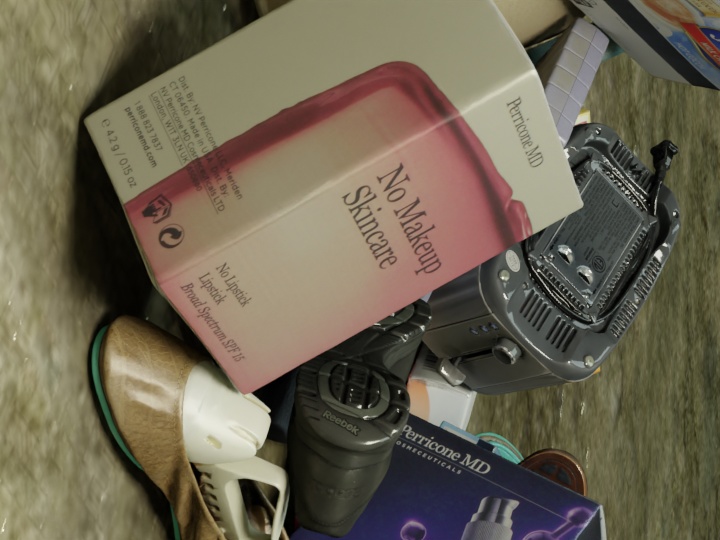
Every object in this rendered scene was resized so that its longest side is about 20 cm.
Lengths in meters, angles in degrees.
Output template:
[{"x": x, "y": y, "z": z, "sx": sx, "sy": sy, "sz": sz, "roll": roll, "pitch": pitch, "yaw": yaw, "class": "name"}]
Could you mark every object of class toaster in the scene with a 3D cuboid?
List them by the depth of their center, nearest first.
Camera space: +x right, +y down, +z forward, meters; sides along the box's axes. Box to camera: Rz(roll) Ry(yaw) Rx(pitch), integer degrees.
[{"x": 0.117, "y": -0.008, "z": 1.275, "sx": 0.114, "sy": 0.129, "sz": 0.201, "roll": 43, "pitch": 58, "yaw": -15, "class": "toaster"}]

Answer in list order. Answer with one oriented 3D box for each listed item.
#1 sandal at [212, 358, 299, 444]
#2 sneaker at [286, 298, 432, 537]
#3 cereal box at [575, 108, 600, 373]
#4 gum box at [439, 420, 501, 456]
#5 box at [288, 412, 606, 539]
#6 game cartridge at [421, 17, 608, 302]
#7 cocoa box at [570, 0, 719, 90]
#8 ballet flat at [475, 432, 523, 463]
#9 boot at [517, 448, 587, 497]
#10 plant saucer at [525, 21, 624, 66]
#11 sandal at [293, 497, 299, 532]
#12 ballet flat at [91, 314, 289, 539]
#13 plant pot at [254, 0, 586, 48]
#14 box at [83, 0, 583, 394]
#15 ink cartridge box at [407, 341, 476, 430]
[{"x": -0.059, "y": 0.053, "z": 1.103, "sx": 0.200, "sy": 0.043, "sz": 0.077, "roll": 74, "pitch": 32, "yaw": -65, "class": "sandal"}, {"x": -0.010, "y": 0.069, "z": 1.063, "sx": 0.200, "sy": 0.075, "sz": 0.091, "roll": -69, "pitch": 175, "yaw": -64, "class": "sneaker"}, {"x": 0.113, "y": -0.032, "z": 1.430, "sx": 0.039, "sy": 0.144, "sz": 0.202, "roll": -17, "pitch": 114, "yaw": -32, "class": "cereal box"}, {"x": 0.050, "y": 0.211, "z": 1.320, "sx": 0.171, "sy": 0.044, "sz": 0.200, "roll": -60, "pitch": 158, "yaw": -12, "class": "gum box"}, {"x": 0.030, "y": 0.201, "z": 1.117, "sx": 0.200, "sy": 0.147, "sz": 0.105, "roll": -48, "pitch": 145, "yaw": -32, "class": "box"}, {"x": 0.074, "y": -0.052, "z": 1.180, "sx": 0.200, "sy": 0.038, "sz": 0.130, "roll": -50, "pitch": -177, "yaw": 39, "class": "game cartridge"}, {"x": 0.205, "y": -0.195, "z": 1.123, "sx": 0.200, "sy": 0.131, "sz": 0.134, "roll": 31, "pitch": 79, "yaw": -53, "class": "cocoa box"}, {"x": 0.118, "y": 0.197, "z": 1.579, "sx": 0.201, "sy": 0.067, "sz": 0.070, "roll": 59, "pitch": -3, "yaw": -31, "class": "ballet flat"}, {"x": 0.103, "y": 0.176, "z": 1.265, "sx": 0.097, "sy": 0.074, "sz": 0.201, "roll": -47, "pitch": 163, "yaw": -57, "class": "boot"}, {"x": 0.103, "y": -0.129, "z": 1.296, "sx": 0.028, "sy": 0.199, "sz": 0.200, "roll": 67, "pitch": 23, "yaw": -4, "class": "plant saucer"}, {"x": -0.020, "y": 0.145, "z": 1.204, "sx": 0.075, "sy": 0.045, "sz": 0.201, "roll": -29, "pitch": 139, "yaw": -58, "class": "sandal"}, {"x": -0.075, "y": 0.097, "z": 1.002, "sx": 0.201, "sy": 0.072, "sz": 0.068, "roll": 74, "pitch": 28, "yaw": -42, "class": "ballet flat"}, {"x": 0.030, "y": -0.190, "z": 1.138, "sx": 0.200, "sy": 0.186, "sz": 0.189, "roll": -38, "pitch": 129, "yaw": -50, "class": "plant pot"}, {"x": -0.010, "y": -0.051, "z": 0.943, "sx": 0.109, "sy": 0.199, "sz": 0.128, "roll": 62, "pitch": 2, "yaw": 33, "class": "box"}, {"x": 0.051, "y": 0.117, "z": 1.407, "sx": 0.162, "sy": 0.050, "sz": 0.201, "roll": -65, "pitch": 172, "yaw": -57, "class": "ink cartridge box"}]
